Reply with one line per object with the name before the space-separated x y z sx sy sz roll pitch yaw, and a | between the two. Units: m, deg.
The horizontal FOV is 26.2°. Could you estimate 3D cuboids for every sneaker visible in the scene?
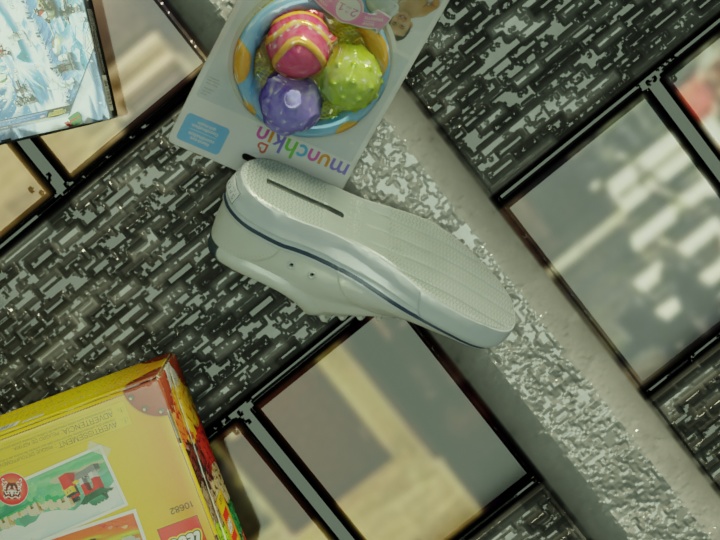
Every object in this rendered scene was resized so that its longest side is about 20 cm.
sneaker | 0.000 0.000 0.957 0.199 0.073 0.071 28 129 -11

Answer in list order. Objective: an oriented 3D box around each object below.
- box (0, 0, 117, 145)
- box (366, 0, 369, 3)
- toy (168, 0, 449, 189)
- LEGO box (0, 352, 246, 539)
box | -0.236 -0.176 0.937 0.136 0.040 0.202 -11 98 0
box | 0.040 -0.209 0.935 0.199 0.041 0.039 -33 97 5
toy | -0.020 -0.130 0.903 0.114 0.047 0.201 22 112 -18
LEGO box | -0.185 0.159 0.963 0.198 0.077 0.150 -20 98 2
